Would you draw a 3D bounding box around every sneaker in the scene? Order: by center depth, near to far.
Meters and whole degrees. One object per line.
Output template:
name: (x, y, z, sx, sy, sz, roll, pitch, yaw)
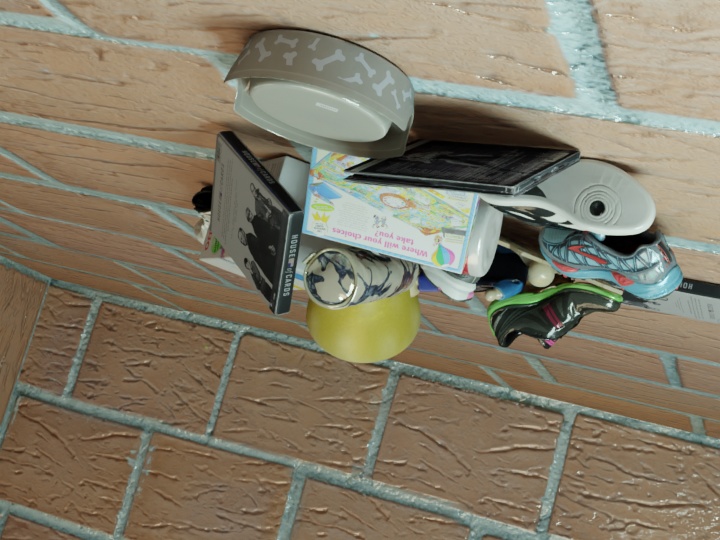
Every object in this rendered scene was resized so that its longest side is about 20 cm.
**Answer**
sneaker: (0.233, -0.078, 1.233, 0.200, 0.073, 0.112, 16, 177, 26)
sneaker: (0.299, -0.038, 1.371, 0.200, 0.079, 0.096, 18, 144, 43)
sneaker: (0.096, -0.051, 1.500, 0.200, 0.086, 0.080, 41, -160, 21)
sneaker: (0.274, 0.066, 1.573, 0.200, 0.084, 0.077, -15, 165, 33)
sneaker: (-0.241, -0.099, 1.863, 0.115, 0.076, 0.200, 33, 154, -32)

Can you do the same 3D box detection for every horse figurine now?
horse figurine: (0.203, 0.013, 1.652, 0.200, 0.050, 0.133, 15, 171, 3)

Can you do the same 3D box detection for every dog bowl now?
dog bowl: (-0.037, -0.175, 1.124, 0.200, 0.059, 0.200, 15, 170, 3)

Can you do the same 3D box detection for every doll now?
doll: (0.171, -0.001, 1.579, 0.200, 0.137, 0.049, 0, 130, 9)

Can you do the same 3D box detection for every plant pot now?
plant pot: (0.006, 0.034, 1.909, 0.200, 0.200, 0.142, 14, 143, 10)

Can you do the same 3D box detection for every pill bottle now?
pill bottle: (0.070, -0.065, 1.408, 0.200, 0.111, 0.111, 13, 170, 16)

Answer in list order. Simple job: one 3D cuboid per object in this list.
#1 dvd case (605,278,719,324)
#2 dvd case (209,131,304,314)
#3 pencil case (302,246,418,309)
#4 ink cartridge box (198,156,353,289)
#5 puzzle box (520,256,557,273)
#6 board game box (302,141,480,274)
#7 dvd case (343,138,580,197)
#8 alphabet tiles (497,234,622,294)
dvd case: (0.434, 0.034, 1.628, 0.200, 0.025, 0.150, 11, 169, 22)
dvd case: (-0.134, -0.062, 1.411, 0.025, 0.151, 0.200, -11, -140, -29)
pencil case: (0.000, 0.000, 1.478, 0.089, 0.078, 0.200, 40, -159, 17)
ink cartridge box: (-0.110, -0.061, 1.599, 0.146, 0.147, 0.200, 21, 168, -29)
puzzle box: (0.196, -0.015, 1.723, 0.200, 0.025, 0.133, 11, 168, 25)
board game box: (0.037, -0.085, 1.314, 0.200, 0.135, 0.034, 15, -150, 8)
dvd case: (0.104, -0.107, 1.164, 0.200, 0.016, 0.149, 9, -156, 34)
alphabet tiles: (0.234, -0.024, 1.522, 0.200, 0.008, 0.167, 20, -172, -23)
